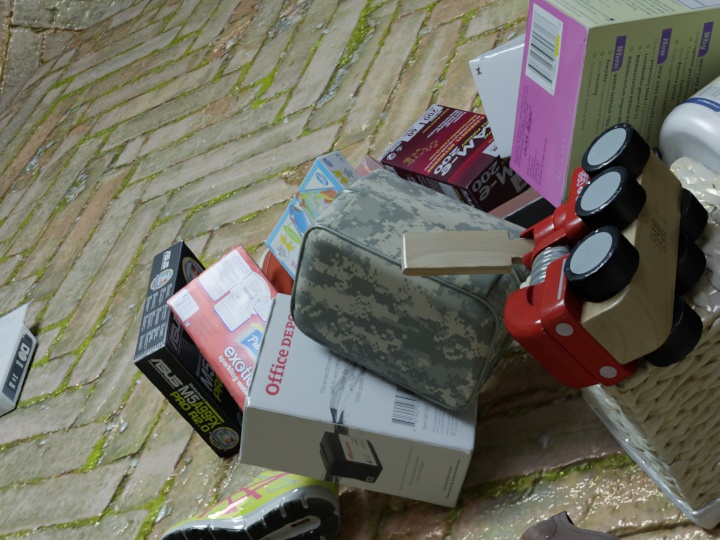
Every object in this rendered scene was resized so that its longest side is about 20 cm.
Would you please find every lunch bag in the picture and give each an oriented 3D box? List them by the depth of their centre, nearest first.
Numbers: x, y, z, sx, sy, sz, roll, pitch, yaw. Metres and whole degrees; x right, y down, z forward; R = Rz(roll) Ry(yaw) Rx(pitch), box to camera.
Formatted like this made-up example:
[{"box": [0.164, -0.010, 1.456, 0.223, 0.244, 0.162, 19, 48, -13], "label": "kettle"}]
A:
[{"box": [0.060, 0.001, 1.093, 0.198, 0.140, 0.168, 24, 43, 14], "label": "lunch bag"}]

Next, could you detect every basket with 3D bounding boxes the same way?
[{"box": [0.261, 0.045, 0.969, 0.198, 0.161, 0.200, -38, 28, 1], "label": "basket"}]

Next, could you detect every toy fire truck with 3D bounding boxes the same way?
[{"box": [0.131, 0.001, 0.908, 0.199, 0.128, 0.177, -31, 27, 38], "label": "toy fire truck"}]

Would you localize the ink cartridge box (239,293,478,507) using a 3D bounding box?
[{"box": [0.002, 0.114, 1.123, 0.197, 0.084, 0.146, 12, 42, 0], "label": "ink cartridge box"}]

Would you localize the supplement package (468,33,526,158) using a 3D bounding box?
[{"box": [0.220, -0.210, 1.348, 0.113, 0.111, 0.200, -13, 13, 38], "label": "supplement package"}]

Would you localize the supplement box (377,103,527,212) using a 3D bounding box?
[{"box": [0.117, -0.129, 1.470, 0.109, 0.061, 0.199, -45, 31, -13], "label": "supplement box"}]

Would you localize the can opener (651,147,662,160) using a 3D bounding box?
[{"box": [0.224, -0.015, 1.116, 0.202, 0.063, 0.079, -70, 21, 4], "label": "can opener"}]

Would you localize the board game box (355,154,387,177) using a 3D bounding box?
[{"box": [0.048, -0.018, 1.271, 0.200, 0.019, 0.103, 41, 97, 22], "label": "board game box"}]

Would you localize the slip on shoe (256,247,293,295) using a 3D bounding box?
[{"box": [-0.077, -0.005, 1.505, 0.061, 0.074, 0.201, -14, 32, 30], "label": "slip on shoe"}]

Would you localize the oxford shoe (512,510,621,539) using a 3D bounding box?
[{"box": [0.177, 0.227, 0.898, 0.073, 0.072, 0.200, -39, 29, -13], "label": "oxford shoe"}]

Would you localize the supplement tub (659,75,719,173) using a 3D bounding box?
[{"box": [0.376, -0.127, 1.085, 0.199, 0.146, 0.145, -35, 29, -10], "label": "supplement tub"}]

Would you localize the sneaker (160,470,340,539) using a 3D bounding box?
[{"box": [-0.100, 0.237, 1.194, 0.198, 0.079, 0.091, -19, 25, 19], "label": "sneaker"}]

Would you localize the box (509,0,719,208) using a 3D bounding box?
[{"box": [0.251, -0.169, 1.148, 0.198, 0.178, 0.097, -12, 36, -22], "label": "box"}]

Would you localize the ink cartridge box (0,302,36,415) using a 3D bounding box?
[{"box": [-0.568, 0.159, 1.835, 0.197, 0.043, 0.201, -26, 33, 20], "label": "ink cartridge box"}]

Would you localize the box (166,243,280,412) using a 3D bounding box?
[{"box": [-0.094, 0.087, 1.269, 0.099, 0.096, 0.200, -38, 67, -3], "label": "box"}]

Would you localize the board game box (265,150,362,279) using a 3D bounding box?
[{"box": [0.000, 0.000, 1.250, 0.034, 0.200, 0.135, -24, -22, -45], "label": "board game box"}]

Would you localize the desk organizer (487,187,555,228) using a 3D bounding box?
[{"box": [0.177, -0.056, 1.293, 0.199, 0.072, 0.077, -29, 28, 14], "label": "desk organizer"}]

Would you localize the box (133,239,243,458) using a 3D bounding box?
[{"box": [-0.177, 0.085, 1.392, 0.044, 0.161, 0.201, -27, 30, 15], "label": "box"}]
